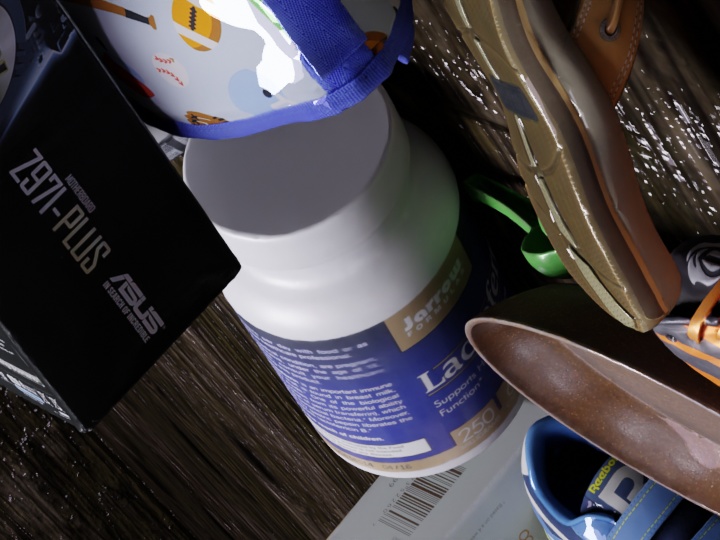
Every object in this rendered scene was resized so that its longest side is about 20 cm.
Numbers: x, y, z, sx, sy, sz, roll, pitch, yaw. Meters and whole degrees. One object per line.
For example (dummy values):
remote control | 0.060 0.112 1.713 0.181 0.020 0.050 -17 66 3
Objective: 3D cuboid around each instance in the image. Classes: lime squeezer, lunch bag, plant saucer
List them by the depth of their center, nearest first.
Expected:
lunch bag | -0.074 -0.139 0.726 0.170 0.124 0.200 50 172 -25
lime squeezer | 0.076 -0.036 0.831 0.200 0.037 0.071 100 153 -76
plant saucer | 0.136 0.059 0.869 0.199 0.035 0.200 30 171 5

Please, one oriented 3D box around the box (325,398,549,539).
box | 0.093 0.187 1.209 0.200 0.152 0.106 49 165 -24

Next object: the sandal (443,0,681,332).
sandal | 0.062 -0.076 0.652 0.201 0.054 0.080 65 174 -19

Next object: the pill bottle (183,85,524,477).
pill bottle | 0.000 0.000 0.962 0.115 0.116 0.200 33 165 35

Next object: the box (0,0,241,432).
box | -0.162 -0.049 0.786 0.199 0.086 0.164 20 151 50

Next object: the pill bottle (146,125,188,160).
pill bottle | -0.112 -0.097 0.965 0.106 0.106 0.200 42 180 -2

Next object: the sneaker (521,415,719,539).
sneaker | 0.150 0.133 1.050 0.199 0.074 0.082 28 158 43

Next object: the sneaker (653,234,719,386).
sneaker | 0.131 0.007 0.680 0.112 0.078 0.200 29 162 42
